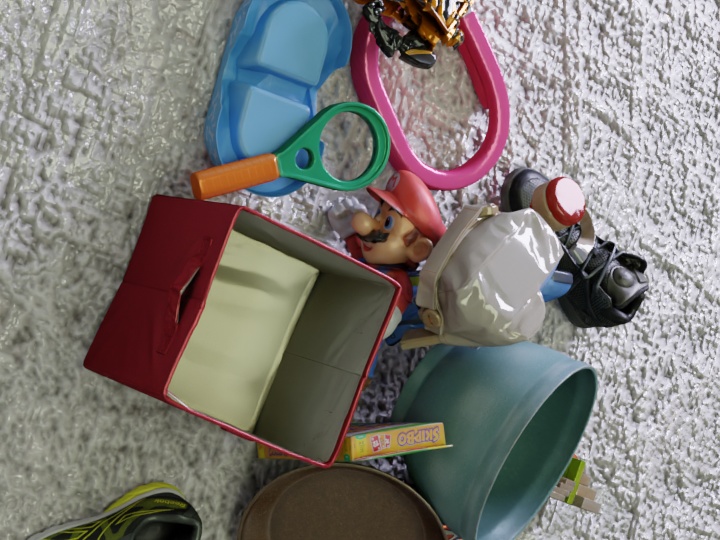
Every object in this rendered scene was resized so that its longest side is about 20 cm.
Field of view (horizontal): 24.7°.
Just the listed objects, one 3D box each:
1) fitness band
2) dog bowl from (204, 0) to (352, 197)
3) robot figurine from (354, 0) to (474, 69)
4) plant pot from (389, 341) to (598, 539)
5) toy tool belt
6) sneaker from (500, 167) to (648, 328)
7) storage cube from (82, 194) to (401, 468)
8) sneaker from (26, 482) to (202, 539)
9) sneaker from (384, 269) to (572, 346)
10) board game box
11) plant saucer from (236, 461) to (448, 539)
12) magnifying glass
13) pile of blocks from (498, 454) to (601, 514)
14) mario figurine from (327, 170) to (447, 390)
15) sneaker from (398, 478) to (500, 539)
[{"bbox_3d":[0.069,-0.174,1.581,0.143,0.037,0.201,-34,110,-24],"label":"fitness band"},{"bbox_3d":[-0.079,-0.166,1.484,0.111,0.049,0.202,17,86,-32],"label":"dog bowl"},{"bbox_3d":[0.028,-0.280,1.501,0.200,0.058,0.145,43,51,-14],"label":"robot figurine"},{"bbox_3d":[0.111,0.144,1.526,0.200,0.134,0.201,-44,153,-30],"label":"plant pot"},{"bbox_3d":[0.116,-0.005,1.503,0.125,0.123,0.200,51,50,-14],"label":"toy tool belt"},{"bbox_3d":[0.222,-0.023,1.645,0.076,0.114,0.200,-43,113,-25],"label":"sneaker"},{"bbox_3d":[-0.104,0.050,1.416,0.199,0.179,0.172,26,82,-31],"label":"storage cube"},{"bbox_3d":[-0.225,0.248,1.418,0.199,0.084,0.075,-33,110,-24],"label":"sneaker"},{"bbox_3d":[0.111,0.035,1.595,0.198,0.066,0.079,-5,92,-15],"label":"sneaker"},{"bbox_3d":[-0.007,0.153,1.473,0.095,0.199,0.030,-5,91,-30],"label":"board game box"},{"bbox_3d":[-0.014,0.253,1.524,0.198,0.037,0.202,3,119,6],"label":"plant saucer"},{"bbox_3d":[-0.060,-0.098,1.464,0.199,0.022,0.080,-18,105,-31],"label":"magnifying glass"},{"bbox_3d":[0.170,0.187,1.654,0.199,0.082,0.063,23,84,-30],"label":"pile of blocks"},{"bbox_3d":[0.000,0.000,1.506,0.201,0.123,0.106,-67,163,7],"label":"mario figurine"},{"bbox_3d":[0.069,0.244,1.614,0.198,0.075,0.079,2,104,-24],"label":"sneaker"}]
